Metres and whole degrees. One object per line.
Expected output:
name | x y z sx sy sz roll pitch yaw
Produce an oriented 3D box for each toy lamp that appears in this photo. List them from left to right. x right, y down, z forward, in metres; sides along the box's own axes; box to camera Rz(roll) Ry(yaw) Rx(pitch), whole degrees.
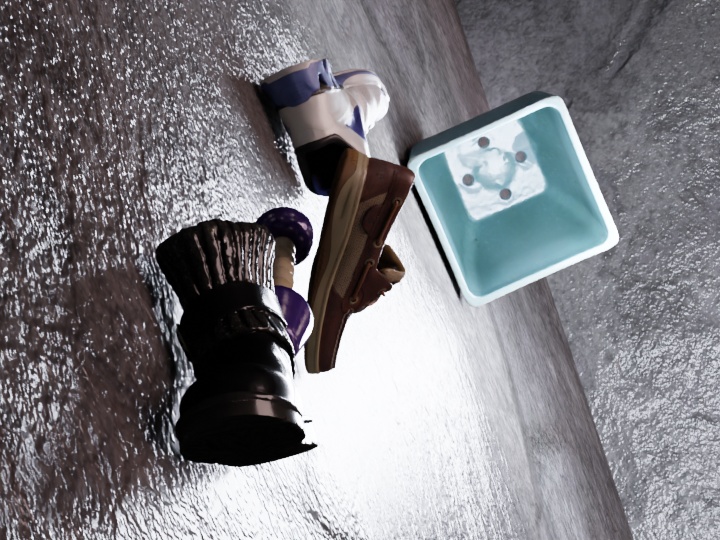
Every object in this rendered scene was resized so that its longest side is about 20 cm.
toy lamp | -0.062 0.014 1.738 0.200 0.058 0.058 -92 158 -67

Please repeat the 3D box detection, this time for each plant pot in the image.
plant pot | 0.173 -0.103 2.789 0.200 0.196 0.196 -103 169 -75

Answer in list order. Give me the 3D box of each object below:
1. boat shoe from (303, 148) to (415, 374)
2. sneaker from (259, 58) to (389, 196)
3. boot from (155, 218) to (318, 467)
boat shoe | 0.000 0.000 1.804 0.072 0.072 0.201 -88 -170 -60
sneaker | -0.027 -0.124 2.142 0.199 0.080 0.116 0 73 -71
boot | -0.086 0.041 1.488 0.211 0.079 0.158 69 9 -81
